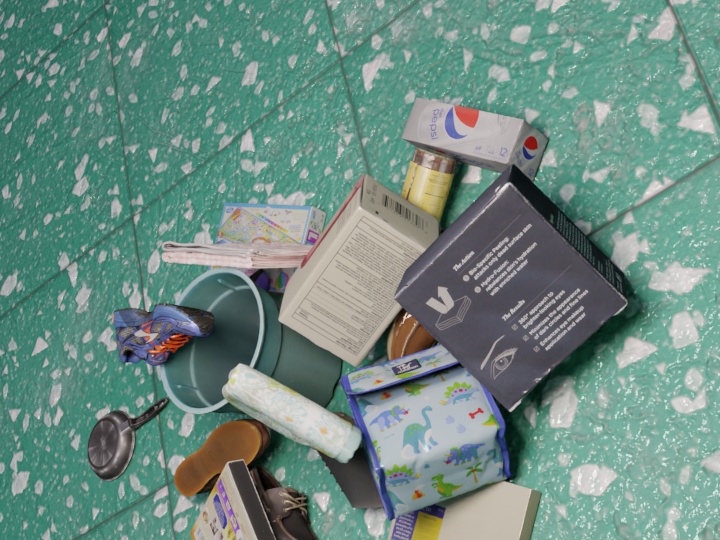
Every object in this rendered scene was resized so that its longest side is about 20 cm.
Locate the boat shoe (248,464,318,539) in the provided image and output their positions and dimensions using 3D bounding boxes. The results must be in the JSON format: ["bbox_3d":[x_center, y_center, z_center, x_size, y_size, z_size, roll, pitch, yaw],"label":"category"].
[{"bbox_3d":[-0.113,0.332,1.742,0.199,0.074,0.074,32,96,43],"label":"boat shoe"}]

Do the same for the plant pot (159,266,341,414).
[{"bbox_3d":[-0.141,0.120,1.763,0.199,0.195,0.203,-17,63,37],"label":"plant pot"}]

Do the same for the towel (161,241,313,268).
[{"bbox_3d":[-0.151,-0.023,1.787,0.198,0.190,0.033,5,94,42],"label":"towel"}]

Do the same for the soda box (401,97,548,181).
[{"bbox_3d":[0.152,-0.179,1.706,0.199,0.068,0.064,20,87,45],"label":"soda box"}]

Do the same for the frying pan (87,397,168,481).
[{"bbox_3d":[-0.382,0.275,2.039,0.189,0.031,0.116,-18,63,39],"label":"frying pan"}]

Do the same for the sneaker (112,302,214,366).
[{"bbox_3d":[-0.264,0.089,1.710,0.199,0.075,0.080,-9,77,48],"label":"sneaker"}]

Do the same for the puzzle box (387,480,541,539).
[{"bbox_3d":[0.123,0.315,1.570,0.199,0.025,0.135,9,80,44],"label":"puzzle box"}]

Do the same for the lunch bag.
[{"bbox_3d":[0.077,0.178,1.562,0.168,0.128,0.201,-17,40,-4],"label":"lunch bag"}]

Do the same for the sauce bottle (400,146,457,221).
[{"bbox_3d":[0.075,-0.064,1.717,0.064,0.064,0.202,30,108,44],"label":"sauce bottle"}]

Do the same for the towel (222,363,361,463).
[{"bbox_3d":[-0.089,0.174,1.537,0.049,0.170,0.200,-62,5,-11],"label":"towel"}]

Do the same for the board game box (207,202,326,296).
[{"bbox_3d":[-0.148,-0.033,1.941,0.199,0.034,0.136,6,78,43],"label":"board game box"}]

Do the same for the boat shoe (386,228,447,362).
[{"bbox_3d":[0.100,0.044,1.663,0.073,0.075,0.202,23,90,41],"label":"boat shoe"}]

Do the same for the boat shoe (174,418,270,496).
[{"bbox_3d":[-0.190,0.263,1.823,0.199,0.070,0.071,-34,75,39],"label":"boat shoe"}]

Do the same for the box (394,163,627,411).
[{"bbox_3d":[0.180,0.018,1.504,0.197,0.200,0.118,-44,5,19],"label":"box"}]

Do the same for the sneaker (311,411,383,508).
[{"bbox_3d":[-0.029,0.255,1.699,0.199,0.074,0.108,6,106,60],"label":"sneaker"}]

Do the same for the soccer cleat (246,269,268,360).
[{"bbox_3d":[-0.171,0.095,1.883,0.073,0.068,0.202,28,102,9],"label":"soccer cleat"}]

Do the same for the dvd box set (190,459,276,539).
[{"bbox_3d":[-0.175,0.374,1.738,0.147,0.029,0.201,63,144,30],"label":"dvd box set"}]

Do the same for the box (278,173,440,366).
[{"bbox_3d":[0.000,0.000,1.648,0.201,0.127,0.109,-53,14,25],"label":"box"}]
